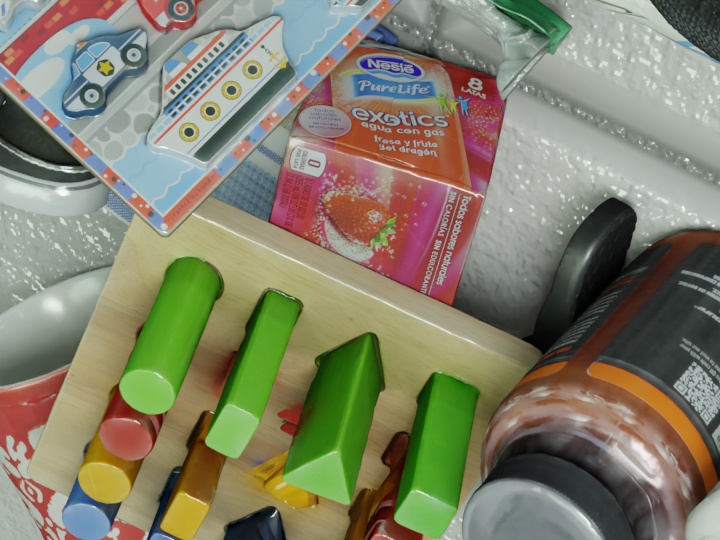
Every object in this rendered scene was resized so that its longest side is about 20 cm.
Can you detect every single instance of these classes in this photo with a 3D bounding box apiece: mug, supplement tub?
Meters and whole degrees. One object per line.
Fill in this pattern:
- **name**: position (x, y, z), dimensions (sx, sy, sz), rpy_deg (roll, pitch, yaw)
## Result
- **mug**: position (-0.117, 0.115, 1.125), dimensions (0.176, 0.133, 0.201), rpy_deg (-3, 118, 39)
- **supplement tub**: position (0.120, 0.069, 0.874), dimensions (0.106, 0.200, 0.108), rpy_deg (18, 126, 27)

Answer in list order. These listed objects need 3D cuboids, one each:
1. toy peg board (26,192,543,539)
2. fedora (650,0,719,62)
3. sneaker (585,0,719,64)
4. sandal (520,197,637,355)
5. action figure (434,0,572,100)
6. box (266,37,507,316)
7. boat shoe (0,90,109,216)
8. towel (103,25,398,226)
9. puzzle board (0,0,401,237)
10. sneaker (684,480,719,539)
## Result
- **toy peg board**: position (-0.049, 0.094, 0.930), dimensions (0.199, 0.098, 0.200), rpy_deg (25, 128, -5)
- **fedora**: position (0.177, -0.172, 0.745), dimensions (0.200, 0.091, 0.203), rpy_deg (12, 107, 44)
- **sneaker**: position (0.115, -0.133, 0.843), dimensions (0.199, 0.072, 0.072), rpy_deg (32, 129, 14)
- **sandal**: position (0.086, 0.048, 0.978), dimensions (0.045, 0.075, 0.201), rpy_deg (25, 121, 21)
- **action figure**: position (0.001, -0.156, 0.865), dimensions (0.200, 0.118, 0.055), rpy_deg (43, 92, 5)
- **box**: position (0.000, 0.000, 0.973), dimensions (0.095, 0.100, 0.201), rpy_deg (16, 128, 1)
- **boat shoe**: position (-0.213, -0.097, 1.097), dimensions (0.199, 0.068, 0.057), rpy_deg (34, 127, 26)
- **towel**: position (-0.064, -0.076, 1.040), dimensions (0.146, 0.024, 0.201), rpy_deg (33, 131, 16)
- **puzzle board**: position (-0.074, -0.134, 0.903), dimensions (0.151, 0.200, 0.017), rpy_deg (41, 163, 7)
- **sneaker**: position (0.186, 0.055, 0.829), dimensions (0.100, 0.199, 0.078), rpy_deg (49, 140, 13)
